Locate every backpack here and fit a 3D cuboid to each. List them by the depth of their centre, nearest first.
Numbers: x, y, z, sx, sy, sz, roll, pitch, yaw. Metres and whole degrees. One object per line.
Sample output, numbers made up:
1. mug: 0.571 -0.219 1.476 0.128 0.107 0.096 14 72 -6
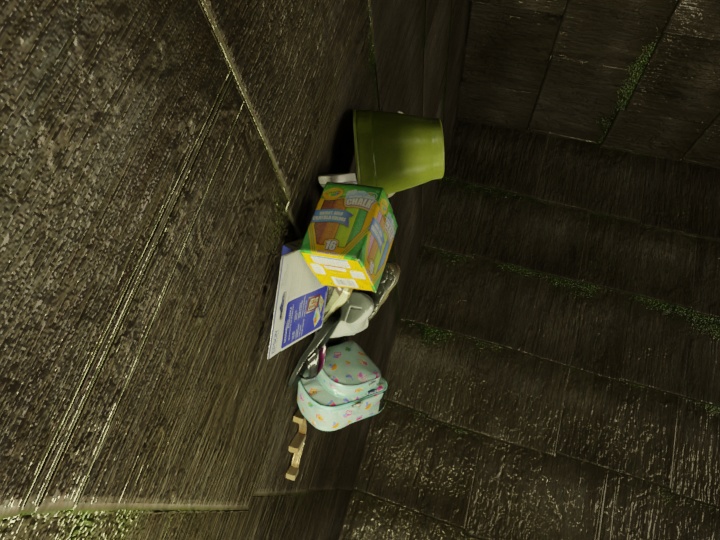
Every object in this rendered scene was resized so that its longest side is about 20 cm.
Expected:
1. backpack: -0.052 0.277 1.293 0.198 0.176 0.155 -21 135 -27

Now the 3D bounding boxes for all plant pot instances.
1. plant pot: 0.087 -0.265 1.203 0.200 0.190 0.204 -5 90 -86

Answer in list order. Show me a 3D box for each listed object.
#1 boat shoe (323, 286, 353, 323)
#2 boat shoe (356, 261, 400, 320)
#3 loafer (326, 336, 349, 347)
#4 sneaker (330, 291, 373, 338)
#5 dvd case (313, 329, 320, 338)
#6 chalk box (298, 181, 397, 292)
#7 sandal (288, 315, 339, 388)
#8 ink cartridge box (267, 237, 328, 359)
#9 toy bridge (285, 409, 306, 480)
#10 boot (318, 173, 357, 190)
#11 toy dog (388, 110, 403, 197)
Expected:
1. boat shoe: -0.075 0.057 1.193 0.201 0.065 0.072 -45 -161 54
2. boat shoe: 0.035 0.059 1.349 0.200 0.076 0.074 -49 171 20
3. loafer: -0.068 0.161 1.370 0.072 0.071 0.202 -25 137 -15
4. sneaker: -0.012 0.100 1.220 0.200 0.079 0.072 -40 -130 55
5. dvd case: -0.088 0.160 1.435 0.200 0.016 0.151 47 56 -76
6. chalk box: -0.011 -0.082 1.014 0.124 0.123 0.202 60 43 -55
7. sandal: -0.099 0.193 1.199 0.202 0.048 0.075 -57 169 19
8. ink cartridge box: -0.122 0.041 1.031 0.199 0.046 0.201 -22 127 -60
9. toy bridge: -0.160 0.441 1.388 0.067 0.027 0.203 -54 155 -66
10. boot: -0.037 -0.154 1.131 0.200 0.072 0.092 -31 119 -75
11. toy dog: 0.087 -0.275 1.398 0.200 0.193 0.141 -44 -156 34
